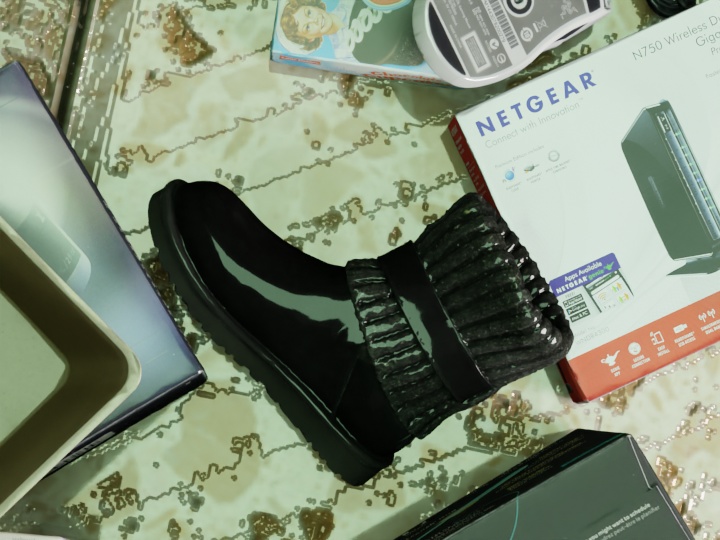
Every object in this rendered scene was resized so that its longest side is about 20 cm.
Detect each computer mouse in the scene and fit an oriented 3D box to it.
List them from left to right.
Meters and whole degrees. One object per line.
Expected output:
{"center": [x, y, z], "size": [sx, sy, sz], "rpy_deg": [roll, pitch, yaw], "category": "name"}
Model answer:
{"center": [0.103, -0.165, 1.411], "size": [0.200, 0.044, 0.110], "rpy_deg": [-29, 99, -25], "category": "computer mouse"}

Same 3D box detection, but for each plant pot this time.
{"center": [-0.235, 0.048, 1.211], "size": [0.200, 0.177, 0.200], "rpy_deg": [-44, 88, -2], "category": "plant pot"}

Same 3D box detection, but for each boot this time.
{"center": [0.001, 0.000, 1.374], "size": [0.158, 0.079, 0.211], "rpy_deg": [-38, 99, 21], "category": "boot"}

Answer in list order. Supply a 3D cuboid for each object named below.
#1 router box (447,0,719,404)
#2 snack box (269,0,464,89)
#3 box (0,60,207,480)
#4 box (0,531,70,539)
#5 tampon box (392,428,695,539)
{"center": [0.176, -0.045, 1.425], "size": [0.200, 0.049, 0.180], "rpy_deg": [-25, 88, -4], "category": "router box"}
{"center": [0.018, -0.211, 1.434], "size": [0.116, 0.037, 0.200], "rpy_deg": [8, 86, -3], "category": "snack box"}
{"center": [-0.219, 0.024, 1.364], "size": [0.200, 0.123, 0.199], "rpy_deg": [-31, 87, -5], "category": "box"}
{"center": [-0.171, 0.159, 1.316], "size": [0.041, 0.200, 0.039], "rpy_deg": [6, 83, -3], "category": "box"}
{"center": [0.099, 0.174, 1.330], "size": [0.150, 0.200, 0.126], "rpy_deg": [-30, 88, -3], "category": "tampon box"}
